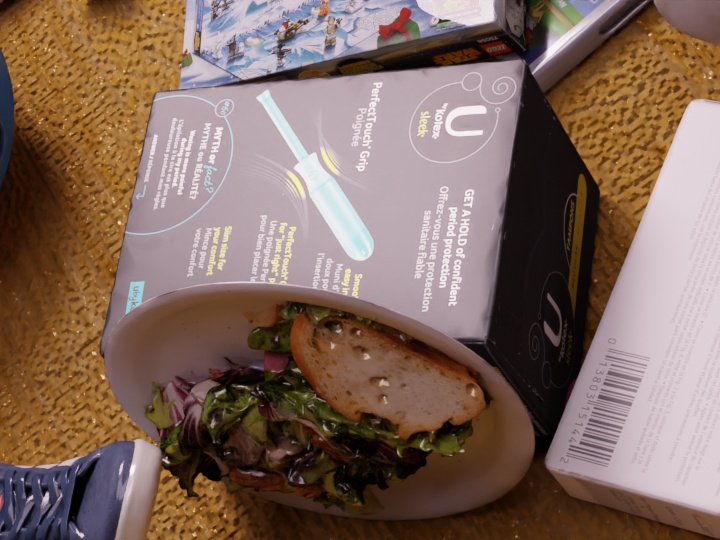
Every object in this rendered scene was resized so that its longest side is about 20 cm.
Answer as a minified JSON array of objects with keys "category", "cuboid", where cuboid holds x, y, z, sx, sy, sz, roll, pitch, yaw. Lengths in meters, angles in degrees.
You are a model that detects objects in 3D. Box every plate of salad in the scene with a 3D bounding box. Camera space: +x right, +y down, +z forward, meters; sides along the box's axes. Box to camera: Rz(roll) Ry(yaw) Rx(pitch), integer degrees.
[{"category":"plate of salad","cuboid":[-0.021,0.071,0.980,0.199,0.200,0.048,-4,54,25]}]

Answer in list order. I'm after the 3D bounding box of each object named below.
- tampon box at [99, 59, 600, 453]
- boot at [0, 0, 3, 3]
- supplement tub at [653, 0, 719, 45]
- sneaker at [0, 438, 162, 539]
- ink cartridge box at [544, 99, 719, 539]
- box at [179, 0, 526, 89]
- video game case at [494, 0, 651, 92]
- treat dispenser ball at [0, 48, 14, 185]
[{"category":"tampon box","cuboid":[0.000,0.000,1.057,0.199,0.126,0.151,-3,61,24]},{"category":"boot","cuboid":[-0.216,-0.235,1.347,0.200,0.071,0.145,0,56,23]},{"category":"supplement tub","cuboid":[0.202,-0.222,1.064,0.131,0.132,0.201,-8,71,23]},{"category":"sneaker","cuboid":[-0.160,0.119,1.033,0.200,0.084,0.075,-36,37,56]},{"category":"ink cartridge box","cuboid":[0.199,0.028,0.993,0.176,0.045,0.201,13,69,32]},{"category":"box","cuboid":[-0.004,-0.168,1.189,0.199,0.040,0.138,-9,66,30]},{"category":"video game case","cuboid":[0.108,-0.212,1.194,0.182,0.022,0.200,-40,53,0]},{"category":"treat dispenser ball","cuboid":[-0.292,-0.086,1.206,0.200,0.201,0.202,-12,58,20]}]
